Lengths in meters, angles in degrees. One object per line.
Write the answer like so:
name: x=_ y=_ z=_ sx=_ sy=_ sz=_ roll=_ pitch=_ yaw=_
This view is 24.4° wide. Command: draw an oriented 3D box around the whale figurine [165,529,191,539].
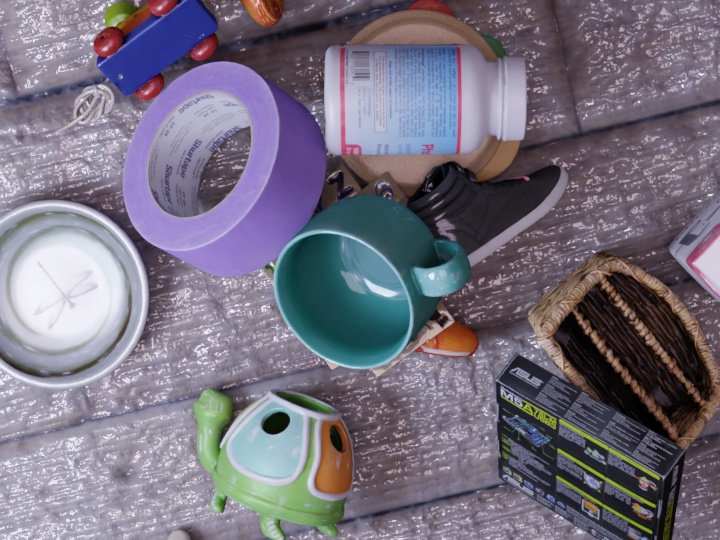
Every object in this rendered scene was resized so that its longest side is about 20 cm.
whale figurine: x=-0.167 y=0.382 z=1.806 sx=0.159 sy=0.104 sz=0.201 roll=-37 pitch=71 yaw=5

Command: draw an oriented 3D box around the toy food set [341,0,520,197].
toy food set: x=0.062 y=-0.177 z=1.741 sx=0.198 sy=0.049 sz=0.200 roll=-16 pitch=97 yaw=3

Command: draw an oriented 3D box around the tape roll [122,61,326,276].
tape roll: x=-0.138 y=-0.102 z=1.679 sx=0.198 sy=0.085 sz=0.202 roll=-13 pitch=66 yaw=30

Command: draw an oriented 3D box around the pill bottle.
pill bottle: x=0.064 y=-0.170 z=1.663 sx=0.198 sy=0.109 sz=0.110 roll=0 pitch=98 yaw=1

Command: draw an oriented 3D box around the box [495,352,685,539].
box: x=0.228 y=0.196 z=1.691 sx=0.199 sy=0.194 sz=0.048 roll=29 pitch=58 yaw=26

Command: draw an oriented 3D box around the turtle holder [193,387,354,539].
turtle holder: x=-0.086 y=0.193 z=1.759 sx=0.140 sy=0.185 sz=0.133 roll=11 pitch=100 yaw=-33

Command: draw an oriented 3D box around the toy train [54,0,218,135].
toy train: x=-0.244 y=-0.231 z=1.709 sx=0.199 sy=0.116 sz=0.085 roll=-34 pitch=129 yaw=11

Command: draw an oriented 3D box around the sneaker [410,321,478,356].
sneaker: x=0.037 y=0.031 z=1.749 sx=0.198 sy=0.073 sz=0.078 roll=26 pitch=100 yaw=-3

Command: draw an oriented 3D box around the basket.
basket: x=0.285 y=0.086 z=1.724 sx=0.142 sy=0.149 sz=0.201 roll=-38 pitch=95 yaw=5

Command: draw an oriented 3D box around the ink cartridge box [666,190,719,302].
ink cartridge box: x=0.395 y=-0.039 z=1.679 sx=0.085 sy=0.200 sz=0.146 roll=43 pitch=96 yaw=1

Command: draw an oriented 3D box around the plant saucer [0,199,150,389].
plant saucer: x=-0.319 y=0.023 z=1.770 sx=0.198 sy=0.050 sz=0.203 roll=0 pitch=98 yaw=0

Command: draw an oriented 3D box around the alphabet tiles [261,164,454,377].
alphabet tiles: x=0.000 y=0.000 z=1.717 sx=0.166 sy=0.006 sz=0.201 roll=-36 pitch=84 yaw=0

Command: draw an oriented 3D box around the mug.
mug: x=0.020 y=0.009 z=1.635 sx=0.184 sy=0.114 sz=0.153 roll=23 pitch=125 yaw=16

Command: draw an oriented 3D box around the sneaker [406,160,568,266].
sneaker: x=0.129 y=-0.082 z=1.705 sx=0.199 sy=0.071 sz=0.100 roll=-36 pitch=102 yaw=-29

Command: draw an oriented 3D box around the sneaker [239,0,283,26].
sneaker: x=-0.150 y=-0.332 z=1.722 sx=0.077 sy=0.073 sz=0.201 roll=-35 pitch=92 yaw=27
